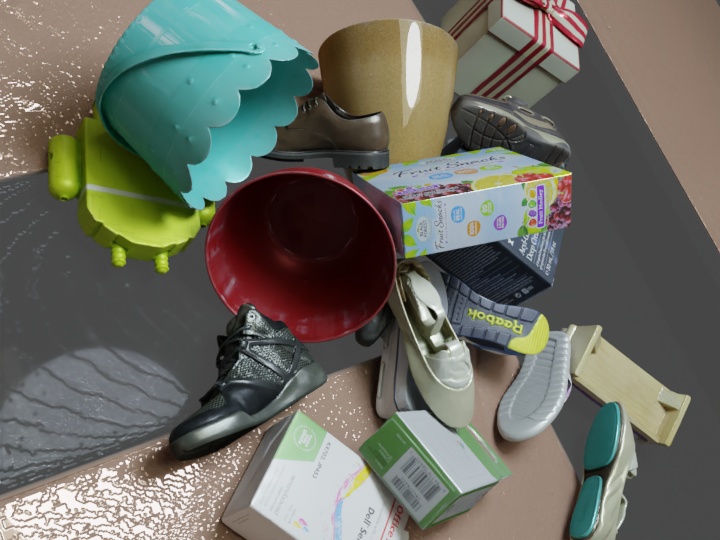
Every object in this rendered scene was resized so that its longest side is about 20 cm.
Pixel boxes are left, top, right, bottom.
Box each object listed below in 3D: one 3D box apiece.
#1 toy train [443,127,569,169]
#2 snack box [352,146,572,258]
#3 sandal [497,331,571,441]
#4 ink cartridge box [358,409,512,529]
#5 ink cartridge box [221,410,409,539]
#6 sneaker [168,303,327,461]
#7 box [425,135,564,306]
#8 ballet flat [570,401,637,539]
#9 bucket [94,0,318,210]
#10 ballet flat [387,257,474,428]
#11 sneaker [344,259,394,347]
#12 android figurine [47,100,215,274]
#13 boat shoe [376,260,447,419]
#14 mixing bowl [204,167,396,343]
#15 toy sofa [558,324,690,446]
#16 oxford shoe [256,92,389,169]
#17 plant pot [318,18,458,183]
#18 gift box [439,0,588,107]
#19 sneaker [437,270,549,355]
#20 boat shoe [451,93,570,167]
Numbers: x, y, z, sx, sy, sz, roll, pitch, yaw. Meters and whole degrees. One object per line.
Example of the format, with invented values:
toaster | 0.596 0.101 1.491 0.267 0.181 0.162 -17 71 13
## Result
toy train | 0.215 -0.169 1.214 0.199 0.114 0.086 6 67 -34
snack box | 0.109 -0.083 0.927 0.199 0.169 0.068 -10 111 -15
sandal | 0.242 0.157 1.077 0.203 0.082 0.050 -54 127 -42
ink cartridge box | 0.088 0.208 0.887 0.104 0.059 0.200 48 13 23
ink cartridge box | -0.023 0.248 0.813 0.200 0.067 0.117 39 46 -13
sneaker | -0.128 0.107 0.812 0.199 0.076 0.114 -29 83 -47
box | 0.171 -0.066 1.123 0.200 0.107 0.149 36 48 -15
ballet flat | 0.319 0.269 1.052 0.069 0.069 0.201 34 63 -17
bucket | -0.156 -0.178 0.823 0.135 0.207 0.207 40 46 4
ballet flat | 0.080 0.074 0.896 0.069 0.069 0.201 -15 74 -42
sneaker | 0.000 0.000 0.986 0.090 0.076 0.201 16 52 -16
android figurine | -0.235 -0.089 0.863 0.181 0.041 0.201 8 58 -36
boat shoe | 0.053 0.080 0.970 0.074 0.065 0.201 40 49 -34
mixing bowl | -0.058 -0.034 0.887 0.200 0.200 0.109 37 26 -15
toy sofa | 0.359 0.164 1.165 0.200 0.098 0.083 36 72 -16
oxford shoe | -0.062 -0.170 0.970 0.199 0.085 0.073 4 19 7
plant pot | 0.037 -0.188 1.062 0.186 0.186 0.201 9 75 -34
gift box | 0.235 -0.385 1.307 0.184 0.187 0.201 21 54 -28
sneaker | 0.138 0.061 1.055 0.199 0.082 0.074 24 78 -4
boat shoe | 0.196 -0.192 1.100 0.199 0.074 0.074 20 46 -34
